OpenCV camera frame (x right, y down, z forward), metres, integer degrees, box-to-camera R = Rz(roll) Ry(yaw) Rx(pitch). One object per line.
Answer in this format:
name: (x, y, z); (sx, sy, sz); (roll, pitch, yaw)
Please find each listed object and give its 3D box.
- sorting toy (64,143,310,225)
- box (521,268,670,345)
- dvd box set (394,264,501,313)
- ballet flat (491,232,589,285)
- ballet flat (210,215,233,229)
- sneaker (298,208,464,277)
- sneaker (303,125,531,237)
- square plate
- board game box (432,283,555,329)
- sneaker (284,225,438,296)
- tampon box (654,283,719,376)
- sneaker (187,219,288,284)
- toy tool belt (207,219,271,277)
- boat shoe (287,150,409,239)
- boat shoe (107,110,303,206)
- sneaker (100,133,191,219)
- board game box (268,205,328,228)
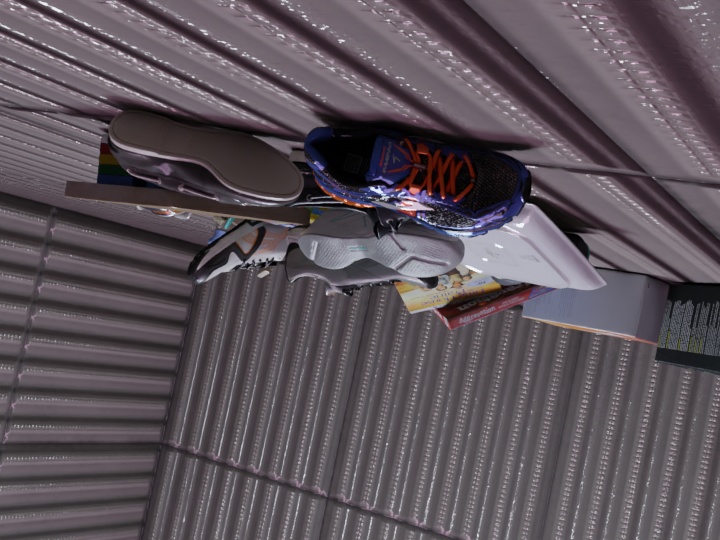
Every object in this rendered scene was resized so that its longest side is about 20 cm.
sorting toy: (-0.190, -0.100, 1.137); (0.198, 0.070, 0.200); (8, -178, 41)
box: (0.381, 0.051, 1.625); (0.199, 0.098, 0.124); (9, 176, 39)
dvd box set: (0.119, 0.003, 1.427); (0.146, 0.030, 0.200); (-13, 158, 7)
ballet flat: (0.201, -0.021, 1.266); (0.073, 0.073, 0.200); (13, 171, -25)
ballet flat: (-0.180, -0.105, 1.382); (0.075, 0.068, 0.200); (35, 165, -15)
sneaker: (0.028, -0.045, 1.125); (0.199, 0.080, 0.071); (7, 139, 30)
sneaker: (0.038, -0.075, 0.806); (0.199, 0.076, 0.078); (9, 173, 25)
square plate: (0.151, -0.031, 1.138); (0.198, 0.029, 0.200); (12, 163, 41)
board game box: (0.213, 0.034, 1.537); (0.199, 0.020, 0.103); (-20, -163, -6)
sneaker: (0.000, 0.000, 1.280); (0.199, 0.080, 0.074); (11, 175, 2)
tampon box: (0.555, 0.096, 1.477); (0.149, 0.127, 0.200); (13, 178, -15)
sneaker: (-0.148, -0.031, 1.389); (0.200, 0.080, 0.074); (-36, -170, -31)
toy tool belt: (-0.196, -0.058, 1.660); (0.125, 0.124, 0.200); (14, 177, -40)
boat shoe: (0.017, -0.067, 1.040); (0.198, 0.066, 0.075); (16, 175, -7)
boat shoe: (-0.151, -0.103, 0.992); (0.199, 0.067, 0.057); (19, 149, 3)
sneaker: (-0.257, -0.113, 1.270); (0.078, 0.080, 0.200); (11, 176, 25)
board game box: (-0.023, -0.072, 1.306); (0.165, 0.057, 0.200); (15, 176, -22)
